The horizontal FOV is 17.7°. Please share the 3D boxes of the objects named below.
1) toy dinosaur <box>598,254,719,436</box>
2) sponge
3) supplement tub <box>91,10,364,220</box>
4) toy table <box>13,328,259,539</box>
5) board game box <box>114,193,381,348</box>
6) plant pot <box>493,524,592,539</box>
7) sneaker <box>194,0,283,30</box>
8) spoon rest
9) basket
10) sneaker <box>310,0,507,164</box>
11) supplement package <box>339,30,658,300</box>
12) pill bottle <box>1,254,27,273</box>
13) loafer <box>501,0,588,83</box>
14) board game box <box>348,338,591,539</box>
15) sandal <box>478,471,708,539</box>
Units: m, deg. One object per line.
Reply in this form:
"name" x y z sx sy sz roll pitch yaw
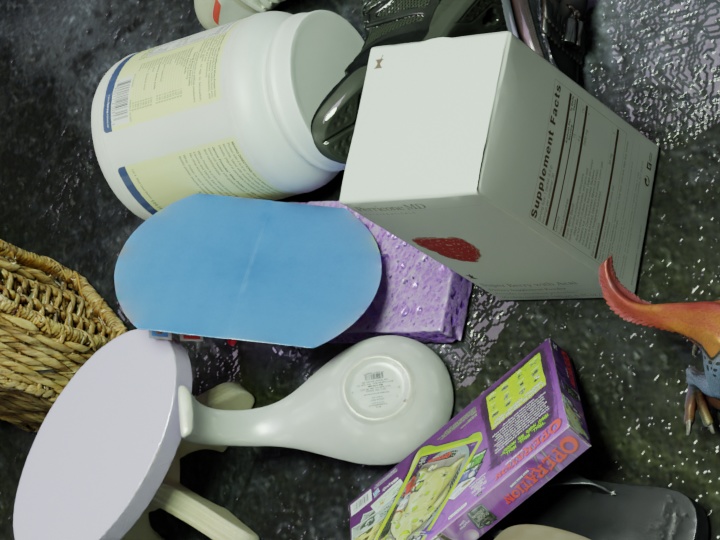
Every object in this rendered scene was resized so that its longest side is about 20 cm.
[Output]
"toy dinosaur" 0.245 0.055 1.457 0.105 0.200 0.182 -64 1 -17
"sponge" 0.000 0.000 1.769 0.200 0.030 0.112 -2 69 39
"supplement tub" -0.096 -0.122 1.826 0.200 0.145 0.145 -13 62 35
"toy table" -0.166 0.153 1.774 0.200 0.117 0.184 -50 48 10
"board game box" -0.083 0.011 1.741 0.200 0.039 0.158 6 42 8
"plant pot" 0.107 0.264 1.467 0.200 0.200 0.174 2 55 40
"sneaker" -0.075 -0.249 1.890 0.200 0.070 0.093 -47 35 34
"spoon rest" -0.031 0.100 1.699 0.200 0.061 0.099 -6 67 3
"basket" -0.278 0.036 1.858 0.143 0.200 0.149 -5 67 46
"sneaker" 0.021 -0.159 1.774 0.199 0.076 0.114 -47 36 -18
"supplement package" 0.099 -0.067 1.603 0.121 0.200 0.120 -2 68 39
"pill bottle" -0.356 0.074 1.971 0.113 0.113 0.200 18 81 43
"loafer" 0.141 -0.217 1.731 0.063 0.072 0.200 -23 55 22
"board game box" 0.072 0.144 1.610 0.200 0.032 0.120 -41 19 18
"sandal" 0.140 0.167 1.566 0.200 0.043 0.076 -6 66 37
